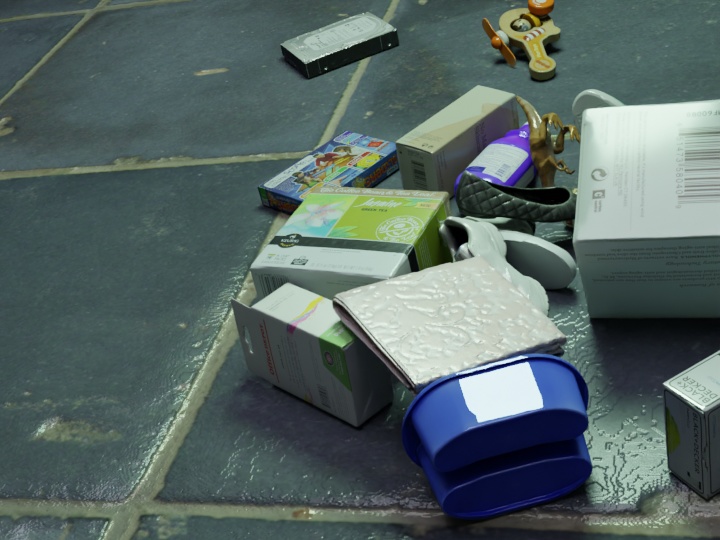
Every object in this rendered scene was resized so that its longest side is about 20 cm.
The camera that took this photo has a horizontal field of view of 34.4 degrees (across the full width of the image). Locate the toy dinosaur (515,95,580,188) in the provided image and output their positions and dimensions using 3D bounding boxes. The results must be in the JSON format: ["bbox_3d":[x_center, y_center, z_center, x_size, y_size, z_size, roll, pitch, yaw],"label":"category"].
[{"bbox_3d":[0.255,-0.187,1.638,0.060,0.106,0.202,0,68,-32],"label":"toy dinosaur"}]

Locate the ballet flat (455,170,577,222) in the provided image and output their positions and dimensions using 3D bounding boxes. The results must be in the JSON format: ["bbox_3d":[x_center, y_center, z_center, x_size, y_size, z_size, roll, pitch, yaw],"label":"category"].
[{"bbox_3d":[0.220,-0.097,1.518,0.198,0.057,0.067,0,23,-17],"label":"ballet flat"}]

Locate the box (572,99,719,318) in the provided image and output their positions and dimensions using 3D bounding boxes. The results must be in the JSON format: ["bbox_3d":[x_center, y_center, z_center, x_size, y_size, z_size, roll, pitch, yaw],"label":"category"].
[{"bbox_3d":[0.360,-0.069,1.367,0.198,0.172,0.201,-2,57,19],"label":"box"}]

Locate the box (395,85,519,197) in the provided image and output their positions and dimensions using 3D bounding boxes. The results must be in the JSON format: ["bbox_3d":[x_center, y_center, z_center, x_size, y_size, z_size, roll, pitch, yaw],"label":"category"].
[{"bbox_3d":[0.150,-0.192,1.758,0.077,0.096,0.200,21,47,40],"label":"box"}]

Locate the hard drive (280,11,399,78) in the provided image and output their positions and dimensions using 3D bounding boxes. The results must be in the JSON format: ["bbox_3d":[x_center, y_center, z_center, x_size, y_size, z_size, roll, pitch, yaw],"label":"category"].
[{"bbox_3d":[-0.042,-0.441,2.260,0.199,0.038,0.140,-23,33,-13],"label":"hard drive"}]

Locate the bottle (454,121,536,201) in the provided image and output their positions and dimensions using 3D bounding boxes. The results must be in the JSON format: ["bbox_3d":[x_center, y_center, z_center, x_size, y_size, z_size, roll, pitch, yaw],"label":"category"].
[{"bbox_3d":[0.214,-0.153,1.699,0.083,0.066,0.200,15,42,29],"label":"bottle"}]

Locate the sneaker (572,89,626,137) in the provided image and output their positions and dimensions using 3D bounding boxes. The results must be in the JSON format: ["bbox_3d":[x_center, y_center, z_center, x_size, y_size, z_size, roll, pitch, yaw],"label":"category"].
[{"bbox_3d":[0.367,-0.180,1.535,0.200,0.074,0.118,39,38,-4],"label":"sneaker"}]

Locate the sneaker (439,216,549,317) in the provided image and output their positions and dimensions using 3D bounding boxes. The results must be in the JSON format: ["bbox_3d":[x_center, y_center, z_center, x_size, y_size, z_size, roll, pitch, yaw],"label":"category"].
[{"bbox_3d":[0.156,0.010,1.418,0.075,0.087,0.200,-52,47,20],"label":"sneaker"}]

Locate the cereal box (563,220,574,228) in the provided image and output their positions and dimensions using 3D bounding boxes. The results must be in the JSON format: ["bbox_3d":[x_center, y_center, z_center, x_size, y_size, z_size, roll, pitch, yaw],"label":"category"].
[{"bbox_3d":[0.388,-0.081,1.550,0.143,0.040,0.199,-33,38,-28],"label":"cereal box"}]

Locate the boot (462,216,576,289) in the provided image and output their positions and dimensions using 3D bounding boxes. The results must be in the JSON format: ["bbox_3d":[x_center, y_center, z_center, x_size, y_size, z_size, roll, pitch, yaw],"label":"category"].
[{"bbox_3d":[0.209,-0.040,1.524,0.199,0.074,0.095,18,43,35],"label":"boot"}]

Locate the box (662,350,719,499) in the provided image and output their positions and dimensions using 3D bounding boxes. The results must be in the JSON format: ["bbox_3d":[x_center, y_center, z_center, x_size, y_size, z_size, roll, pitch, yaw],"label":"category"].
[{"bbox_3d":[0.397,0.126,1.160,0.199,0.117,0.060,-27,35,-19],"label":"box"}]

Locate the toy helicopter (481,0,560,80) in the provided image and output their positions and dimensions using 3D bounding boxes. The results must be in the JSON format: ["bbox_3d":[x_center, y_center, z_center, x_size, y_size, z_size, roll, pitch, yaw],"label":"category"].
[{"bbox_3d":[0.291,-0.400,2.045,0.131,0.079,0.201,-8,45,-3],"label":"toy helicopter"}]

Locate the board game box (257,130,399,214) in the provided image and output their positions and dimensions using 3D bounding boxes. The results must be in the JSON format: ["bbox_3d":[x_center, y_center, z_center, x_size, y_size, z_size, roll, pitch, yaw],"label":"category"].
[{"bbox_3d":[-0.044,-0.150,1.817,0.199,0.035,0.135,-36,38,-31],"label":"board game box"}]

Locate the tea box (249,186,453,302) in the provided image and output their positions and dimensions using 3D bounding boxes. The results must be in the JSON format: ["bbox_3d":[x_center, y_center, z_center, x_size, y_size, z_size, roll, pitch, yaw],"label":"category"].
[{"bbox_3d":[0.000,0.000,1.482,0.198,0.135,0.197,4,36,26],"label":"tea box"}]

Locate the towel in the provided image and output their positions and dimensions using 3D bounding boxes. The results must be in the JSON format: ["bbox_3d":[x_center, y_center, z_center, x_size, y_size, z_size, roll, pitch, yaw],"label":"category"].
[{"bbox_3d":[0.096,0.058,1.277,0.198,0.033,0.191,-14,36,-24],"label":"towel"}]

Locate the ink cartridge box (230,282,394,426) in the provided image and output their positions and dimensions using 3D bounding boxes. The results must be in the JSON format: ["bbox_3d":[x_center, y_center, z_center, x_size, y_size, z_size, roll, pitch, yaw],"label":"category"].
[{"bbox_3d":[-0.059,0.091,1.379,0.199,0.118,0.067,21,43,41],"label":"ink cartridge box"}]

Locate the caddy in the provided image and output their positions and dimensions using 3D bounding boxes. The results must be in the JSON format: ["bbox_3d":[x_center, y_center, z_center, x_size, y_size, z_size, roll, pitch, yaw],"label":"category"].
[{"bbox_3d":[0.142,0.161,1.178,0.198,0.142,0.105,-14,35,-3],"label":"caddy"}]
